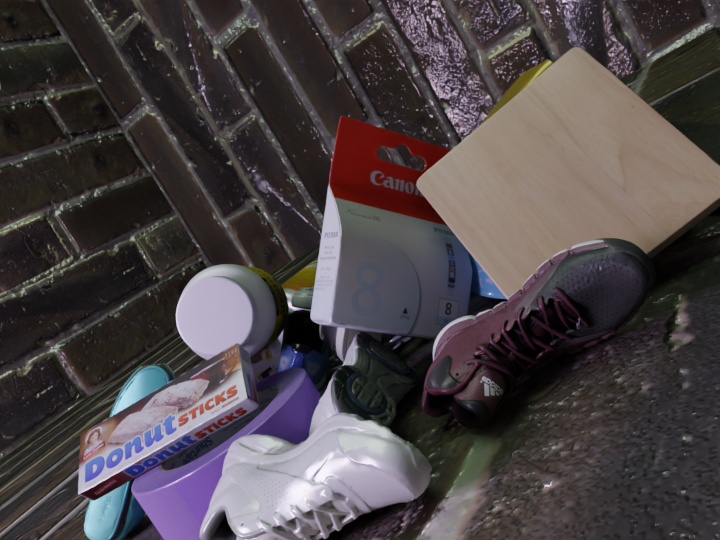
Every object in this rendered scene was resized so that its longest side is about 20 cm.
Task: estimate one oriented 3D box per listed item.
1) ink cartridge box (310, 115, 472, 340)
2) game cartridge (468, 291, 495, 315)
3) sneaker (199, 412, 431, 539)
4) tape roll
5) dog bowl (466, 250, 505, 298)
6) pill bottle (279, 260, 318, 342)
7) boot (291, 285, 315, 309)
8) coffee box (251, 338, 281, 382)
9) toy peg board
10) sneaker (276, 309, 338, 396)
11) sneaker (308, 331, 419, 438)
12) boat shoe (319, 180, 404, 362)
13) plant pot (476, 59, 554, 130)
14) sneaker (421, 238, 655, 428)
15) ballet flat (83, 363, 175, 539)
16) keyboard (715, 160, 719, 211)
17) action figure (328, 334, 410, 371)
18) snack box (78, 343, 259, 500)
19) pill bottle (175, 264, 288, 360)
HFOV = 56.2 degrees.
[{"bbox_3d":[0.042,-0.037,0.661,0.159,0.202,0.047,10,-4,-31],"label":"ink cartridge box"},{"bbox_3d":[0.093,-0.005,0.812,0.133,0.041,0.199,-31,32,-34],"label":"game cartridge"},{"bbox_3d":[-0.036,0.164,0.463,0.199,0.078,0.100,-25,27,40],"label":"sneaker"},{"bbox_3d":[-0.123,0.180,0.673,0.199,0.066,0.200,-31,8,5],"label":"tape roll"},{"bbox_3d":[0.182,-0.035,0.747,0.111,0.050,0.200,7,29,31],"label":"dog bowl"},{"bbox_3d":[-0.097,0.068,1.121,0.111,0.111,0.200,-26,9,34],"label":"pill bottle"},{"bbox_3d":[-0.015,0.009,0.933,0.073,0.096,0.199,3,0,40],"label":"boot"},{"bbox_3d":[-0.189,0.178,0.887,0.200,0.080,0.113,-37,10,-38],"label":"coffee box"},{"bbox_3d":[0.195,-0.063,0.635,0.199,0.200,0.098,-40,-31,9],"label":"toy peg board"},{"bbox_3d":[-0.059,0.088,0.849,0.078,0.090,0.200,10,16,-1],"label":"sneaker"},{"bbox_3d":[-0.005,0.116,0.606,0.087,0.074,0.200,-54,-9,17],"label":"sneaker"},{"bbox_3d":[0.000,0.000,0.722,0.074,0.201,0.060,-1,17,-39],"label":"boat shoe"},{"bbox_3d":[0.231,-0.138,0.912,0.176,0.200,0.200,-41,6,11],"label":"plant pot"},{"bbox_3d":[0.122,0.061,0.493,0.200,0.076,0.116,-39,6,37],"label":"sneaker"},{"bbox_3d":[-0.247,0.197,0.744,0.070,0.067,0.201,51,-125,-79],"label":"ballet flat"},{"bbox_3d":[0.370,-0.089,0.634,0.127,0.021,0.200,-31,7,1],"label":"keyboard"},{"bbox_3d":[0.031,0.064,0.820,0.130,0.070,0.200,-20,27,27],"label":"action figure"},{"bbox_3d":[-0.194,0.151,0.672,0.199,0.024,0.072,-30,45,8],"label":"snack box"},{"bbox_3d":[-0.148,0.049,0.785,0.111,0.112,0.200,-31,-1,0],"label":"pill bottle"}]
